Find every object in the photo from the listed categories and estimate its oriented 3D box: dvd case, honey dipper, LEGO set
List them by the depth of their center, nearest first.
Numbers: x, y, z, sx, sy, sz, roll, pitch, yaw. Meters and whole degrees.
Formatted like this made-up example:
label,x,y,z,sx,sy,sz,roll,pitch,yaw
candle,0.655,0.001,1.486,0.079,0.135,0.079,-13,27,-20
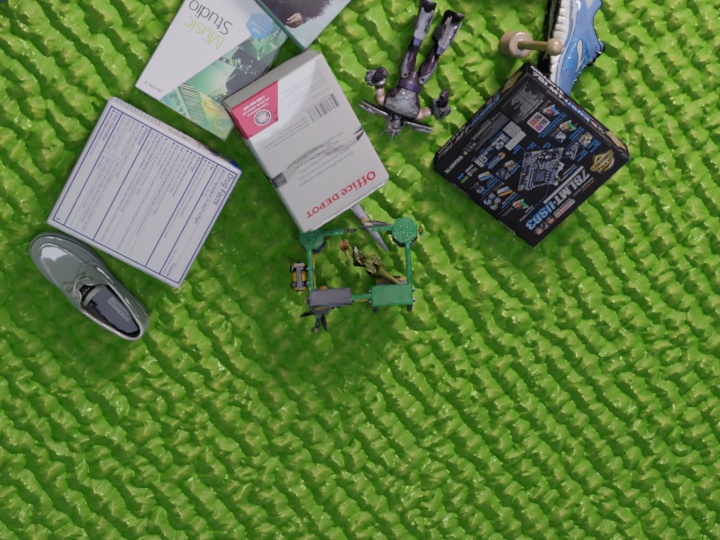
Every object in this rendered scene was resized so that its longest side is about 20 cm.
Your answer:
label,x,y,z,sx,sy,sz,roll,pitch,yaw
dvd case,-0.060,-0.418,1.459,0.146,0.022,0.200,45,80,-16
honey dipper,0.231,-0.300,1.462,0.038,0.200,0.038,-2,105,-9
LEGO set,0.000,0.000,1.557,0.199,0.116,0.155,-11,82,0

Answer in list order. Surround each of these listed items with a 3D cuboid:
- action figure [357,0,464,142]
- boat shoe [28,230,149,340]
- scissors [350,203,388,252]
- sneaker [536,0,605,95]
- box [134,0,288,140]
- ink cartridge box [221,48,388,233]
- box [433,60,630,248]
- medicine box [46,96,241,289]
label,x,y,z,sx,sy,sz,roll,pitch,yaw
action figure,0.074,-0.272,1.511,0.130,0.069,0.201,18,103,-18
boat shoe,-0.375,0.025,1.503,0.072,0.066,0.200,-41,106,2
scissors,-0.015,-0.110,1.560,0.200,0.014,0.073,38,93,-14
sneaker,0.302,-0.297,1.539,0.089,0.079,0.201,8,101,-9
box,-0.194,-0.297,1.475,0.144,0.036,0.200,30,98,-15
ink cartridge box,-0.073,-0.175,1.477,0.145,0.083,0.200,-33,112,-6
box,0.239,-0.159,1.537,0.198,0.050,0.200,35,121,-17
medicine box,-0.289,-0.106,1.468,0.199,0.103,0.183,28,97,-15
